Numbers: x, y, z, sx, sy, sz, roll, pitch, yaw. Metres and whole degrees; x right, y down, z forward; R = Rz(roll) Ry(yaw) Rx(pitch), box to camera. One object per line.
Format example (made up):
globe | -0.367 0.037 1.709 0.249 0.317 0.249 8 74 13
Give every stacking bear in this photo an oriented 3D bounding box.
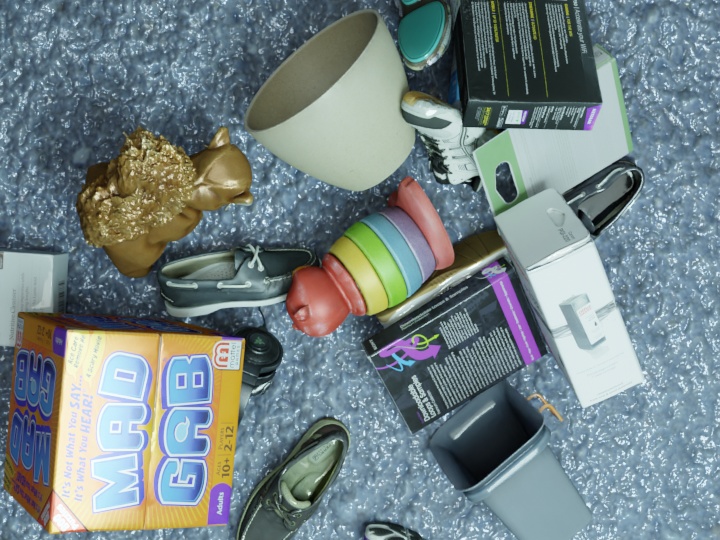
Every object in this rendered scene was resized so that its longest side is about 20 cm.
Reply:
stacking bear | 0.000 0.000 1.231 0.198 0.121 0.115 -34 87 -12

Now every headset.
headset | -0.116 0.112 1.254 0.092 0.124 0.203 20 67 -5

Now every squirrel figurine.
squirrel figurine | -0.216 -0.087 1.204 0.183 0.200 0.144 -17 86 7

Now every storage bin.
storage bin | 0.186 0.229 1.232 0.145 0.200 0.135 -39 103 -1

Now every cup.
cup | -0.016 -0.179 1.229 0.200 0.200 0.144 -43 115 -1

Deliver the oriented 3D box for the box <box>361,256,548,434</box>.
box | 0.114 0.091 1.264 0.198 0.036 0.144 -31 126 -3

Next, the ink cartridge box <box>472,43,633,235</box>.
ink cartridge box | 0.220 -0.151 1.248 0.198 0.048 0.147 -31 134 -4

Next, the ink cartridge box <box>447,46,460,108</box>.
ink cartridge box | 0.174 -0.294 1.280 0.113 0.067 0.204 6 90 -2

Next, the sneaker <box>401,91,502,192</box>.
sneaker | 0.105 -0.142 1.228 0.075 0.199 0.089 35 102 37

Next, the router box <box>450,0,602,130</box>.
router box | 0.178 -0.251 1.175 0.146 0.051 0.203 1 61 -5

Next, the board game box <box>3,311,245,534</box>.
board game box | -0.263 0.159 1.170 0.197 0.199 0.204 5 90 -32

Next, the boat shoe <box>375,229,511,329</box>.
boat shoe | 0.114 0.023 1.286 0.198 0.071 0.070 -32 112 -1

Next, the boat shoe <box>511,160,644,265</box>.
boat shoe | 0.261 -0.063 1.287 0.199 0.063 0.073 -38 93 -1

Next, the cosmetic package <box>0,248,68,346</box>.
cosmetic package | -0.452 0.028 1.256 0.196 0.081 0.115 2 93 -3

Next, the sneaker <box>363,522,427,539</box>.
sneaker | 0.077 0.384 1.280 0.199 0.081 0.084 40 95 -2

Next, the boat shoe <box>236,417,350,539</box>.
boat shoe | -0.083 0.267 1.278 0.071 0.066 0.202 38 89 -2

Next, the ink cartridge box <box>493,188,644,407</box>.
ink cartridge box | 0.236 0.029 1.210 0.084 0.146 0.202 -24 118 3

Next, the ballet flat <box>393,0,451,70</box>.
ballet flat | 0.077 -0.293 1.240 0.070 0.073 0.203 -6 52 -2

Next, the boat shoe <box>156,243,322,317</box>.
boat shoe | -0.143 0.003 1.263 0.196 0.076 0.061 -16 128 -3
